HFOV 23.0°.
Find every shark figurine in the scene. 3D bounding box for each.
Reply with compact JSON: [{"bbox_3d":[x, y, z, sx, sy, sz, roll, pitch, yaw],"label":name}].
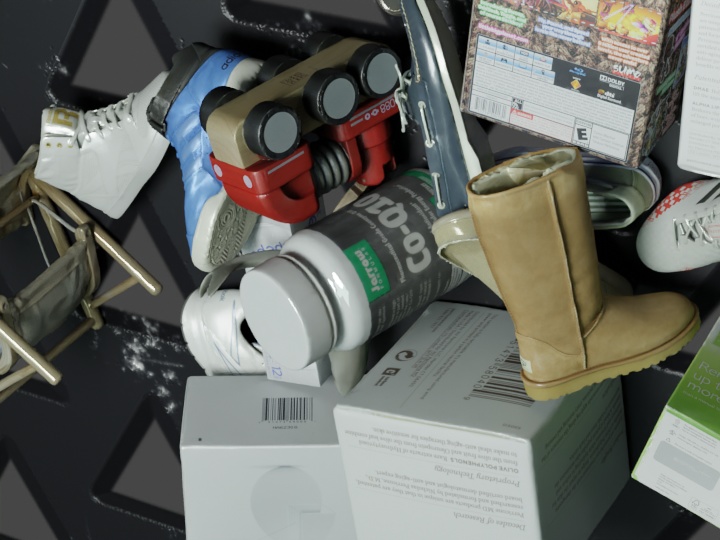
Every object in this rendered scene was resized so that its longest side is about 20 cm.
[{"bbox_3d":[-0.040,0.025,1.618,0.214,0.129,0.089,36,-178,-34],"label":"shark figurine"}]

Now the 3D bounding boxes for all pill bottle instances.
[{"bbox_3d":[0.000,0.000,1.541,0.113,0.199,0.114,36,143,34],"label":"pill bottle"}]

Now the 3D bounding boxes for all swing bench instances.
[{"bbox_3d":[-0.340,0.003,1.782,0.129,0.199,0.201,-27,101,40],"label":"swing bench"}]

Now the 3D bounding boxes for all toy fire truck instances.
[{"bbox_3d":[-0.042,-0.090,1.564,0.128,0.175,0.202,21,136,49],"label":"toy fire truck"}]

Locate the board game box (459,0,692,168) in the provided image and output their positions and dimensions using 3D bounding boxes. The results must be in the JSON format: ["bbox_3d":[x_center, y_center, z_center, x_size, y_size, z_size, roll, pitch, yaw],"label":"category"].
[{"bbox_3d":[0.178,-0.208,1.395,0.158,0.097,0.202,20,127,20],"label":"board game box"}]

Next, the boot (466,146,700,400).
[{"bbox_3d":[0.187,-0.008,1.439,0.066,0.174,0.202,41,151,58],"label":"boot"}]

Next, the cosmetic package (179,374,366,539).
[{"bbox_3d":[-0.072,0.217,1.749,0.197,0.123,0.202,0,121,-1],"label":"cosmetic package"}]

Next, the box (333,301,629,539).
[{"bbox_3d":[0.114,0.156,1.590,0.198,0.199,0.173,7,122,30],"label":"box"}]

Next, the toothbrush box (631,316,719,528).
[{"bbox_3d":[0.328,0.120,1.433,0.145,0.200,0.087,29,128,14],"label":"toothbrush box"}]

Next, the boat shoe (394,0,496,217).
[{"bbox_3d":[0.062,-0.139,1.485,0.061,0.075,0.202,-13,113,18],"label":"boat shoe"}]

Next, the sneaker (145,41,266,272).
[{"bbox_3d":[-0.146,-0.107,1.613,0.110,0.076,0.202,23,113,29],"label":"sneaker"}]

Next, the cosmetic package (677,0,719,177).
[{"bbox_3d":[0.293,-0.179,1.339,0.073,0.102,0.202,13,123,24],"label":"cosmetic package"}]

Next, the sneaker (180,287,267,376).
[{"bbox_3d":[-0.113,0.109,1.791,0.086,0.075,0.202,-9,113,30],"label":"sneaker"}]

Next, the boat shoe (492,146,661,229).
[{"bbox_3d":[0.159,-0.066,1.517,0.198,0.062,0.073,-5,115,36],"label":"boat shoe"}]

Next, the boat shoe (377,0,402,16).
[{"bbox_3d":[0.058,-0.280,1.453,0.067,0.057,0.200,42,131,3],"label":"boat shoe"}]

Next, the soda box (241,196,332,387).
[{"bbox_3d":[-0.065,0.008,1.700,0.063,0.068,0.202,6,120,29],"label":"soda box"}]

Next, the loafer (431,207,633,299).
[{"bbox_3d":[0.148,0.008,1.511,0.198,0.069,0.076,24,150,-19],"label":"loafer"}]

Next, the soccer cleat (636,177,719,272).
[{"bbox_3d":[0.298,-0.041,1.429,0.199,0.085,0.069,-24,104,39],"label":"soccer cleat"}]

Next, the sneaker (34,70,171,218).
[{"bbox_3d":[-0.248,-0.135,1.700,0.115,0.074,0.200,23,134,-18],"label":"sneaker"}]
